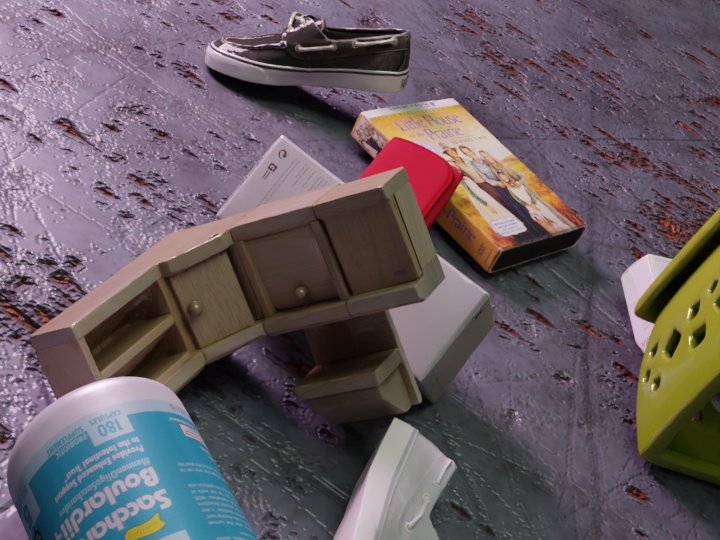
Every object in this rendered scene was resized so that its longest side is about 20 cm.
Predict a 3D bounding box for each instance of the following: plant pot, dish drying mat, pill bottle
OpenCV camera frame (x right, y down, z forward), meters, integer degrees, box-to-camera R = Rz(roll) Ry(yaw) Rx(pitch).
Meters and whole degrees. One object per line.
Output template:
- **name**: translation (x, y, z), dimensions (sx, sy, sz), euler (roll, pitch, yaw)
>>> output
- **plant pot**: translation (0.346, 0.054, 1.094), dimensions (0.198, 0.200, 0.183), euler (18, 43, -17)
- **dish drying mat**: translation (0.020, -0.047, 1.144), dimensions (0.076, 0.018, 0.200), euler (28, 46, 9)
- **pill bottle**: translation (-0.107, 0.162, 0.717), dimensions (0.110, 0.112, 0.201), euler (-3, 43, -39)

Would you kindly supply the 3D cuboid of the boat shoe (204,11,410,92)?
- **boat shoe**: translation (-0.050, -0.215, 1.290), dimensions (0.197, 0.064, 0.071), euler (3, 26, -7)

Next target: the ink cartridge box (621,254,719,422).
- **ink cartridge box**: translation (0.330, 0.090, 1.218), dimensions (0.159, 0.050, 0.202), euler (12, 54, -24)

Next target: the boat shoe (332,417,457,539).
- **boat shoe**: translation (0.020, 0.171, 0.848), dimensions (0.068, 0.073, 0.200), euler (28, 24, 0)

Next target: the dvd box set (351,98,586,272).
- **dvd box set**: translation (0.104, -0.086, 1.275), dimensions (0.145, 0.030, 0.200), euler (-14, 52, -46)

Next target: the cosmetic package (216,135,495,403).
- **cosmetic package**: translation (0.000, 0.000, 1.006), dimensions (0.199, 0.085, 0.108), euler (39, -6, 17)

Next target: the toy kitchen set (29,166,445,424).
- **toy kitchen set**: translation (-0.058, 0.059, 0.864), dimensions (0.180, 0.198, 0.165), euler (-44, 115, -56)
